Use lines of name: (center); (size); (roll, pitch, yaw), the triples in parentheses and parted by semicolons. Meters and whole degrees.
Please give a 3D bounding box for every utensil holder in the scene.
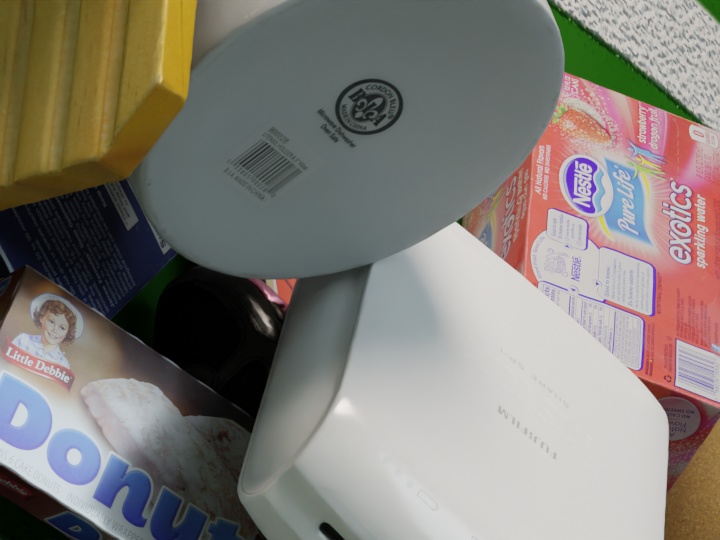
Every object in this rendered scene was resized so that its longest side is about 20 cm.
utensil holder: (-0.033, -0.122, 1.018); (0.170, 0.170, 0.200); (29, 29, -49)

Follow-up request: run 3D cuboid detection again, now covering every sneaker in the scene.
sneaker: (-0.064, 0.087, 1.066); (0.095, 0.079, 0.200); (15, 60, -42)

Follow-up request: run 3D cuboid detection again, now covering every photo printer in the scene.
photo printer: (0.038, 0.074, 1.034); (0.166, 0.069, 0.200); (40, 27, -14)

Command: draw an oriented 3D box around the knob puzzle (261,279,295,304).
knob puzzle: (0.000, 0.000, 1.211); (0.220, 0.030, 0.220); (-10, 90, -67)

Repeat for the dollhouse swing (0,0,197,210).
dollhouse swing: (-0.153, -0.137, 0.911); (0.182, 0.200, 0.176); (45, 48, -38)

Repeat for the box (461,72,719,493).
box: (0.101, 0.011, 1.281); (0.102, 0.095, 0.200); (21, 39, -11)

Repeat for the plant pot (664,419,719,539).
plant pot: (0.187, 0.138, 1.310); (0.186, 0.200, 0.187); (33, 47, -45)

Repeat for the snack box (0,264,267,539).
snack box: (-0.060, 0.082, 1.014); (0.200, 0.024, 0.072); (36, 57, -24)

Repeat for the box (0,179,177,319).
box: (-0.114, -0.046, 1.082); (0.121, 0.032, 0.200); (63, 30, -14)
